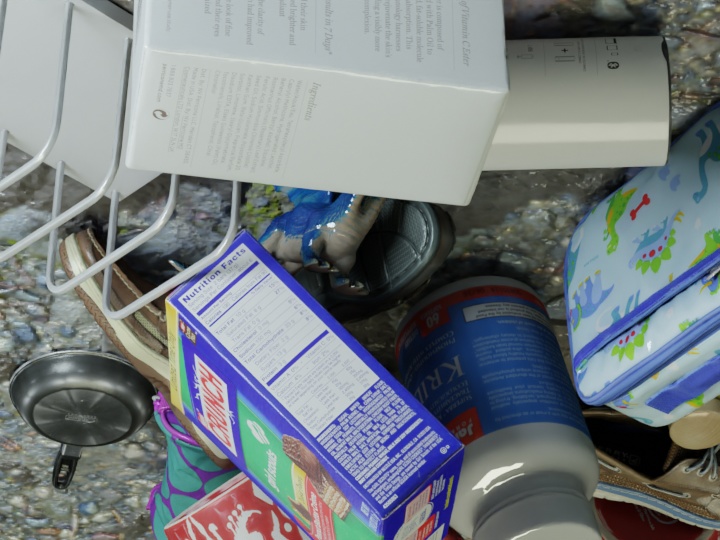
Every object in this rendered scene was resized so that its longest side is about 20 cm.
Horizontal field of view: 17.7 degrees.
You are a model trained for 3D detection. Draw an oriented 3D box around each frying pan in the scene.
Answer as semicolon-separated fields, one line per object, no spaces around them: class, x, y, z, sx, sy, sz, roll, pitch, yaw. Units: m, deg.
frying pan;-0.230;0.117;1.764;0.115;0.031;0.190;24;136;-28

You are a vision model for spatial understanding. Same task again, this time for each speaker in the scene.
speaker;0.085;-0.101;1.403;0.199;0.082;0.081;-2;145;1

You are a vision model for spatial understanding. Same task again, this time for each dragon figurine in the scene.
dragon figurine;-0.033;-0.036;1.513;0.199;0.100;0.059;-9;148;45

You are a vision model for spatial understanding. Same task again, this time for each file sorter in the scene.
file sorter;-0.183;-0.074;1.406;0.200;0.125;0.138;29;136;-35

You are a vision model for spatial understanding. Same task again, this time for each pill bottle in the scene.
pill bottle;0.098;0.113;1.574;0.112;0.201;0.113;-10;141;-8

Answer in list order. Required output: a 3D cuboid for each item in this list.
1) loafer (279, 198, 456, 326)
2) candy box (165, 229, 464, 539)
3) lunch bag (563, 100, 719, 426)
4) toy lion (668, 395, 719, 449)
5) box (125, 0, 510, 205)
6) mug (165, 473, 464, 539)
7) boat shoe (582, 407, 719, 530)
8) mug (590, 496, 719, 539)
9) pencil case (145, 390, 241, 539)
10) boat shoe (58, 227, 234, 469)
loafer;0.000;0.000;1.573;0.063;0.072;0.200;6;157;-42
candy box;-0.033;0.095;1.471;0.077;0.200;0.169;-39;162;-18
lunch bag;0.215;-0.001;1.476;0.082;0.162;0.200;22;141;-28
toy lion;0.342;0.067;1.667;0.199;0.069;0.192;15;135;-20
box;-0.025;-0.135;1.293;0.199;0.153;0.107;7;144;-9
mug;-0.023;0.223;1.617;0.177;0.201;0.133;-33;180;-25
boat shoe;0.242;0.145;1.738;0.199;0.073;0.073;6;151;6
mug;0.247;0.246;1.838;0.177;0.133;0.201;32;149;26
pencil case;-0.116;0.146;1.750;0.092;0.085;0.200;19;146;5
boat shoe;-0.124;0.040;1.599;0.075;0.075;0.203;-36;114;4
